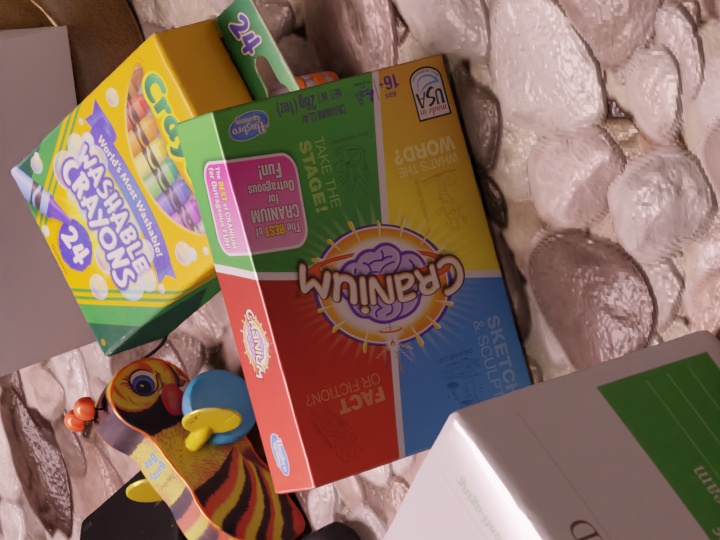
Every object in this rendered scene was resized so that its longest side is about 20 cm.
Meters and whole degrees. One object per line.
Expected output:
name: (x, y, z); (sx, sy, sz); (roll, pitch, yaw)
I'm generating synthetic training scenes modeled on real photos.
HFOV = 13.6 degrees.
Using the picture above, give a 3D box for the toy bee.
toy bee: (-0.124, 0.101, 1.855); (0.200, 0.108, 0.131); (49, 142, 33)

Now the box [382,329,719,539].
box: (0.125, 0.175, 1.452); (0.199, 0.171, 0.200); (55, 143, 26)

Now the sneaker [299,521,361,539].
sneaker: (-0.063, 0.226, 1.808); (0.200, 0.072, 0.083); (-33, 88, 31)

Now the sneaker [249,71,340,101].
sneaker: (-0.062, -0.031, 1.732); (0.200, 0.077, 0.112); (-29, 78, 57)

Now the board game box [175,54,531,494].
board game box: (0.000, 0.000, 1.584); (0.040, 0.153, 0.201); (-13, 94, 57)

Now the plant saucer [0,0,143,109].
plant saucer: (-0.219, -0.115, 1.911); (0.200, 0.035, 0.201); (9, 106, 34)

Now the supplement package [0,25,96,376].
supplement package: (-0.253, -0.039, 1.833); (0.111, 0.156, 0.201); (0, 102, 34)

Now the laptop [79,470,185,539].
laptop: (-0.108, 0.239, 1.980); (0.187, 0.116, 0.201); (-41, 41, 54)

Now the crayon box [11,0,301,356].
crayon box: (-0.105, -0.052, 1.688); (0.200, 0.051, 0.126); (-38, 76, 44)
